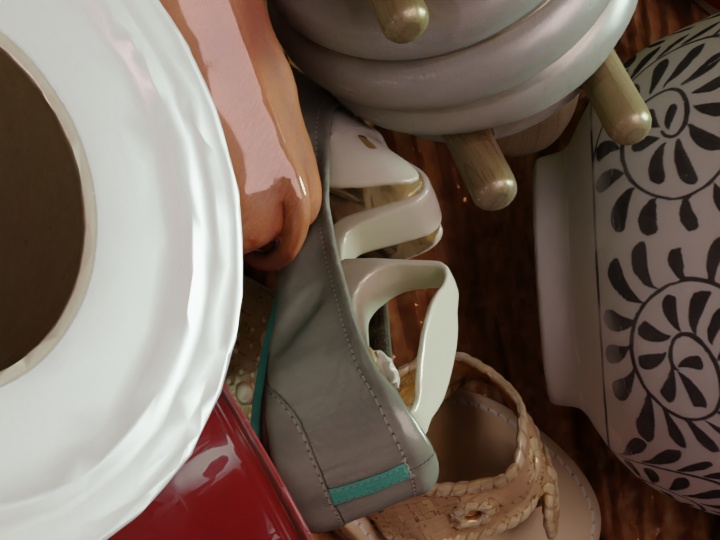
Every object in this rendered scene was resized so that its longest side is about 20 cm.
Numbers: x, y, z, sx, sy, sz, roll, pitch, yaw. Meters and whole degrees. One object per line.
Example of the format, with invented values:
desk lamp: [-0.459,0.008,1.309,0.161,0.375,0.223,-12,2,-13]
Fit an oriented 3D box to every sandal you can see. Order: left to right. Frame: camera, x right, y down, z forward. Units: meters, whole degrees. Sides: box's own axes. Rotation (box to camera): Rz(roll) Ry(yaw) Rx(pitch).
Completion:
sandal: [0.024,0.061,0.939,0.211,0.069,0.078,30,66,-31]

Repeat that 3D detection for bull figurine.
bull figurine: [-0.071,-0.091,0.851,0.065,0.121,0.201,-12,85,-41]

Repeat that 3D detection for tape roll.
tape roll: [-0.129,-0.010,0.708,0.202,0.071,0.204,14,67,-36]

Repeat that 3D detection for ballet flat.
ballet flat: [0.000,0.000,0.881,0.201,0.063,0.068,-92,161,-47]

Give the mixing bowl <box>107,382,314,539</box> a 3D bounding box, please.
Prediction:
mixing bowl: [-0.057,0.130,0.812,0.108,0.200,0.201,-26,101,-10]

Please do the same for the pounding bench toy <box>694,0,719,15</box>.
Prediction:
pounding bench toy: [0.223,-0.160,1.042,0.124,0.199,0.157,37,63,-28]

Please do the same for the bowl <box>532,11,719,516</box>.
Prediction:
bowl: [0.111,0.001,0.980,0.201,0.094,0.202,-4,90,-83]

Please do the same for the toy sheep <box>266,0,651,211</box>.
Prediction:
toy sheep: [0.027,-0.106,0.881,0.138,0.137,0.200,-61,149,-26]
